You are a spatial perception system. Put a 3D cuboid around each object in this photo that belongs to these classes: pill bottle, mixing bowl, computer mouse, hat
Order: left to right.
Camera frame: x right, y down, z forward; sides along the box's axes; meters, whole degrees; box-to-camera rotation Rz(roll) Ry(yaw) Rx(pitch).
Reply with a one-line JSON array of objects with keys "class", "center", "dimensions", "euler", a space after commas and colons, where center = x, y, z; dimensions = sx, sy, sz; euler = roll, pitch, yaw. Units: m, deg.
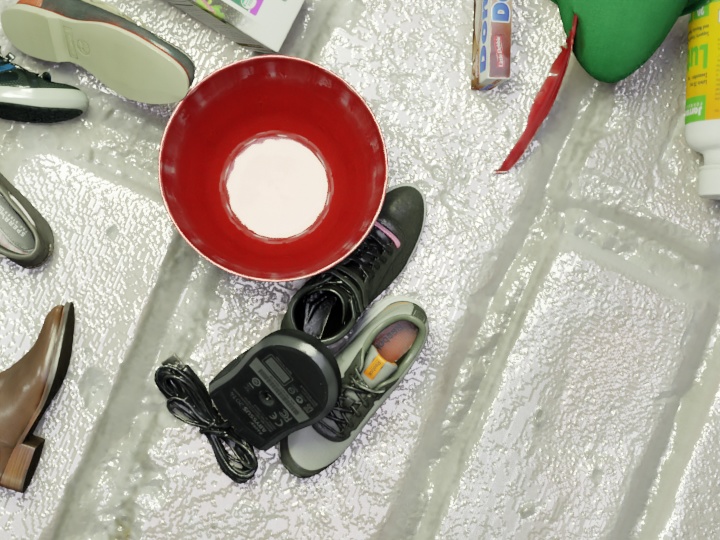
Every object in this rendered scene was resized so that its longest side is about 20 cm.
[{"class": "computer mouse", "center": [-0.086, 0.104, 1.107], "dimensions": [0.139, 0.200, 0.053], "euler": [54, 41, -7]}, {"class": "mixing bowl", "center": [-0.076, -0.084, 1.115], "dimensions": [0.200, 0.108, 0.201], "euler": [0, 85, -2]}, {"class": "hat", "center": [0.225, -0.186, 1.118], "dimensions": [0.165, 0.200, 0.177], "euler": [11, 76, 3]}, {"class": "pill bottle", "center": [0.366, -0.169, 1.171], "dimensions": [0.111, 0.111, 0.201], "euler": [2, 89, -7]}]

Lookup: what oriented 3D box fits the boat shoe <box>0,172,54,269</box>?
[{"class": "boat shoe", "center": [-0.359, -0.078, 1.113], "dimensions": [0.200, 0.057, 0.067], "euler": [41, 86, -5]}]

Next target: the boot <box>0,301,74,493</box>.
[{"class": "boot", "center": [-0.374, 0.091, 1.114], "dimensions": [0.199, 0.064, 0.187], "euler": [18, 86, -2]}]

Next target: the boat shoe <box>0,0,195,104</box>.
[{"class": "boat shoe", "center": [-0.225, -0.206, 1.093], "dimensions": [0.200, 0.071, 0.063], "euler": [21, 44, 21]}]

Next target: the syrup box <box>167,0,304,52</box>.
[{"class": "syrup box", "center": [-0.148, -0.276, 1.090], "dimensions": [0.200, 0.081, 0.079], "euler": [28, 87, -30]}]

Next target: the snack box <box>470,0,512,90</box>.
[{"class": "snack box", "center": [0.126, -0.275, 1.162], "dimensions": [0.024, 0.072, 0.201], "euler": [2, 90, -8]}]

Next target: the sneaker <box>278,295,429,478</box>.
[{"class": "sneaker", "center": [-0.008, 0.106, 1.144], "dimensions": [0.074, 0.079, 0.200], "euler": [37, 87, -7]}]

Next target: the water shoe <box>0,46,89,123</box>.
[{"class": "water shoe", "center": [-0.344, -0.183, 1.109], "dimensions": [0.199, 0.072, 0.079], "euler": [6, 82, -9]}]

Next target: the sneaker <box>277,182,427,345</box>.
[{"class": "sneaker", "center": [0.000, 0.000, 1.134], "dimensions": [0.071, 0.099, 0.200], "euler": [40, 85, -4]}]
